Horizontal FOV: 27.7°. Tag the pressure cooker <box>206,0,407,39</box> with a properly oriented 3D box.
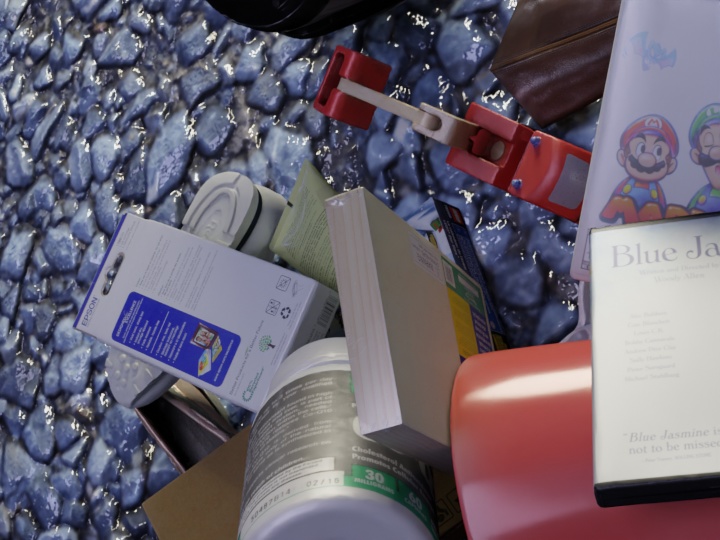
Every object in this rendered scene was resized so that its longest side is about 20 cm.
[{"bbox_3d":[-0.017,-0.274,1.062,0.176,0.199,0.179,50,134,14],"label":"pressure cooker"}]

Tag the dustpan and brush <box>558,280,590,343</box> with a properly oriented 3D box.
[{"bbox_3d":[0.169,0.029,0.918,0.200,0.057,0.140,-42,57,24],"label":"dustpan and brush"}]

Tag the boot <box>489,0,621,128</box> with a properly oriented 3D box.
[{"bbox_3d":[0.179,-0.120,0.948,0.199,0.064,0.188,-18,65,36],"label":"boot"}]

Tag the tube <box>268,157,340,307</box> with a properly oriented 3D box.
[{"bbox_3d":[0.000,0.000,1.022,0.058,0.052,0.200,-38,48,-11],"label":"tube"}]

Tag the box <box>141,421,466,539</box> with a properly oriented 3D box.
[{"bbox_3d":[-0.032,0.156,0.963,0.199,0.021,0.164,-36,50,-2],"label":"box"}]

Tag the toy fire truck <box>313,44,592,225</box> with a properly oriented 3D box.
[{"bbox_3d":[0.069,-0.089,0.969,0.200,0.140,0.049,33,102,56],"label":"toy fire truck"}]

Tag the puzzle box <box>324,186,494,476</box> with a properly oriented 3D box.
[{"bbox_3d":[0.040,0.047,0.839,0.025,0.200,0.134,-17,67,19],"label":"puzzle box"}]

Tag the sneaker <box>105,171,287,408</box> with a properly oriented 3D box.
[{"bbox_3d":[-0.119,0.025,1.122,0.076,0.080,0.201,38,95,37],"label":"sneaker"}]

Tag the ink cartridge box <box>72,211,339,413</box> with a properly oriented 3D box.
[{"bbox_3d":[-0.113,0.030,1.041,0.199,0.039,0.100,21,84,36],"label":"ink cartridge box"}]

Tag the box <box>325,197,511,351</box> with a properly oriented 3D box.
[{"bbox_3d":[0.008,0.058,1.055,0.199,0.040,0.138,-34,59,28],"label":"box"}]

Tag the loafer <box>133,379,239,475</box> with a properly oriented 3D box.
[{"bbox_3d":[-0.113,0.148,1.116,0.200,0.063,0.072,42,105,37],"label":"loafer"}]

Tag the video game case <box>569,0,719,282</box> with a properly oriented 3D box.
[{"bbox_3d":[0.233,-0.063,0.842,0.198,0.024,0.184,14,103,18],"label":"video game case"}]

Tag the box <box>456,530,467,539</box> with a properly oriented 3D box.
[{"bbox_3d":[0.048,0.215,0.962,0.200,0.032,0.122,35,112,48],"label":"box"}]

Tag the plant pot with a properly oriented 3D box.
[{"bbox_3d":[0.167,0.122,0.822,0.176,0.200,0.202,-17,68,18],"label":"plant pot"}]

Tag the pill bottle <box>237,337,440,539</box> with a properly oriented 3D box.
[{"bbox_3d":[-0.013,0.125,0.846,0.113,0.113,0.200,-50,17,19],"label":"pill bottle"}]

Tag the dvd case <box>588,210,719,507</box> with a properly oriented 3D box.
[{"bbox_3d":[0.191,0.036,0.761,0.141,0.018,0.201,-8,39,15],"label":"dvd case"}]
